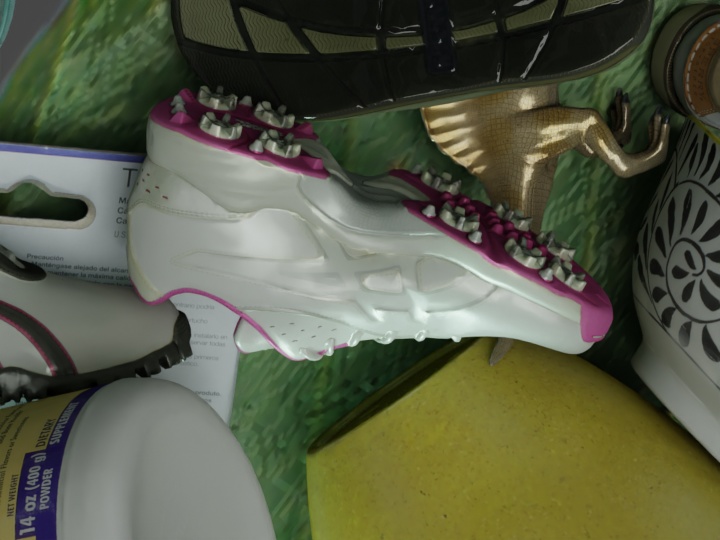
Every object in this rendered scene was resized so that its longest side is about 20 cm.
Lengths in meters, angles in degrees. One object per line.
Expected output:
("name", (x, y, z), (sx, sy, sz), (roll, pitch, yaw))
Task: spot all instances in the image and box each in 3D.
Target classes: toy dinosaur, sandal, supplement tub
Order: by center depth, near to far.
("supplement tub", (-0.144, 0.128, 0.923), (0.199, 0.146, 0.146), (-13, 115, 21))
("sandal", (0.020, -0.100, 0.993), (0.199, 0.057, 0.081), (1, 92, 9))
("toy dinosaur", (0.075, -0.060, 1.037), (0.100, 0.058, 0.202), (-4, 84, -15))

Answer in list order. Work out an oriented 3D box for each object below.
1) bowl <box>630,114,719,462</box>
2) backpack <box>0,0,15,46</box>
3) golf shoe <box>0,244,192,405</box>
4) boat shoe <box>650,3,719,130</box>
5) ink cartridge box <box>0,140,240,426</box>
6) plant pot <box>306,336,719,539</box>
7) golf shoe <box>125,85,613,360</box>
("bowl", (0.177, 0.038, 1.032), (0.094, 0.201, 0.201), (-45, 114, 7))
("backpack", (-0.223, -0.119, 0.880), (0.198, 0.153, 0.177), (-4, 109, 13))
("golf shoe", (-0.161, 0.007, 0.951), (0.198, 0.077, 0.089), (2, 97, -16))
("boat shoe", (0.229, -0.070, 1.076), (0.198, 0.068, 0.075), (5, 104, -21))
("ink cartridge box", (-0.149, 0.039, 1.024), (0.195, 0.043, 0.202), (5, 105, -16))
("plant pot", (0.058, 0.106, 1.041), (0.199, 0.200, 0.142), (-34, 92, -2))
("golf shoe", (0.000, 0.000, 0.966), (0.199, 0.075, 0.092), (22, 106, -3))
